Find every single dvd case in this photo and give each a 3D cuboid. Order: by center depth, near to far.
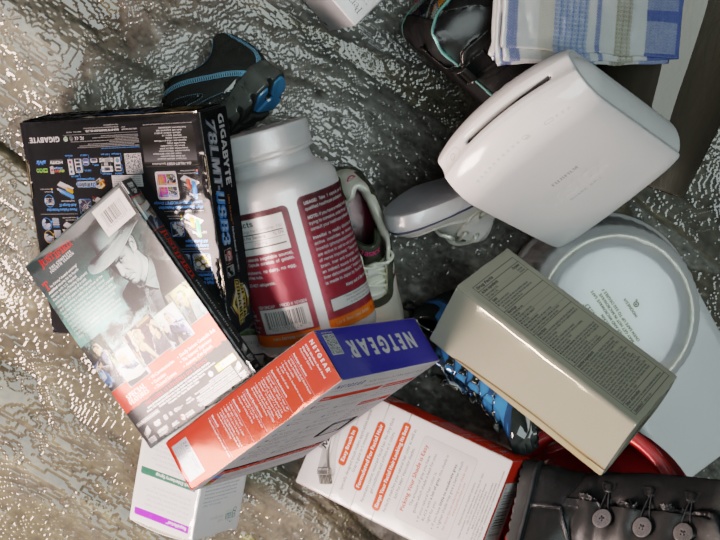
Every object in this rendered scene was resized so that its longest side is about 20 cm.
[{"bbox_3d":[-0.192,0.040,1.142,0.146,0.022,0.201,-36,90,30],"label":"dvd case"}]

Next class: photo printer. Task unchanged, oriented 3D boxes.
[{"bbox_3d":[0.176,-0.109,1.176,0.166,0.070,0.199,-38,144,24],"label":"photo printer"}]

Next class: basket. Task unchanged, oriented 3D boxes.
[{"bbox_3d":[0.299,-0.185,1.293,0.179,0.136,0.202,16,97,-26],"label":"basket"}]

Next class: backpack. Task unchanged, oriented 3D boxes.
[{"bbox_3d":[0.154,-0.254,1.230,0.175,0.153,0.201,36,96,-22],"label":"backpack"}]

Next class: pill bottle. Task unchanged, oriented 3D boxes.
[{"bbox_3d":[-0.062,-0.031,1.183,0.112,0.113,0.202,-17,100,-12],"label":"pill bottle"}]

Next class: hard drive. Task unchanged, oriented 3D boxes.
[{"bbox_3d":[0.337,0.115,1.397,0.131,0.026,0.201,-34,105,-8],"label":"hard drive"}]

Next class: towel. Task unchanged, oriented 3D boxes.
[{"bbox_3d":[0.205,-0.256,1.158,0.198,0.024,0.148,-3,103,-25],"label":"towel"}]

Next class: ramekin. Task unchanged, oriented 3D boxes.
[{"bbox_3d":[0.246,0.040,1.305,0.200,0.094,0.205,0,92,-3],"label":"ramekin"}]

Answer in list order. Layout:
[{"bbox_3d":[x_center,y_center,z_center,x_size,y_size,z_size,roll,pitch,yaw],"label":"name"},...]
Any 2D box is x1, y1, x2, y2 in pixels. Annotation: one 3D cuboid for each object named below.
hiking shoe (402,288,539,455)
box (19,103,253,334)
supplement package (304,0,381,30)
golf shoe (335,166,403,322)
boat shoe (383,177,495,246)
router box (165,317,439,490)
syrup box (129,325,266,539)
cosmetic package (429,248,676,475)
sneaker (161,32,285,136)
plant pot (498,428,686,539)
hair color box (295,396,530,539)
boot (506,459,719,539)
[{"bbox_3d":[0.112,0.102,1.269,0.086,0.201,0.075,-18,140,-5],"label":"hiking shoe"},{"bbox_3d":[-0.200,-0.042,1.159,0.198,0.050,0.201,0,106,27],"label":"box"},{"bbox_3d":[0.017,-0.331,1.206,0.200,0.109,0.114,-46,105,-5],"label":"supplement package"},{"bbox_3d":[0.000,0.000,1.261,0.077,0.088,0.202,-19,103,-13],"label":"golf shoe"},{"bbox_3d":[0.104,-0.058,1.267,0.199,0.071,0.070,-27,114,-40],"label":"boat shoe"},{"bbox_3d":[-0.046,0.115,1.155,0.179,0.200,0.049,-37,75,22],"label":"router box"},{"bbox_3d":[-0.151,0.145,1.229,0.081,0.079,0.202,14,97,28],"label":"syrup box"},{"bbox_3d":[0.175,0.080,1.189,0.200,0.103,0.073,38,128,17],"label":"cosmetic package"},{"bbox_3d":[-0.161,-0.132,1.219,0.200,0.073,0.082,-45,76,0],"label":"sneaker"},{"bbox_3d":[0.246,0.256,1.285,0.182,0.199,0.202,26,91,-58],"label":"plant pot"},{"bbox_3d":[0.049,0.192,1.254,0.199,0.064,0.112,23,93,24],"label":"hair color box"},{"bbox_3d":[0.229,0.258,1.155,0.198,0.066,0.166,4,75,25],"label":"boot"}]
